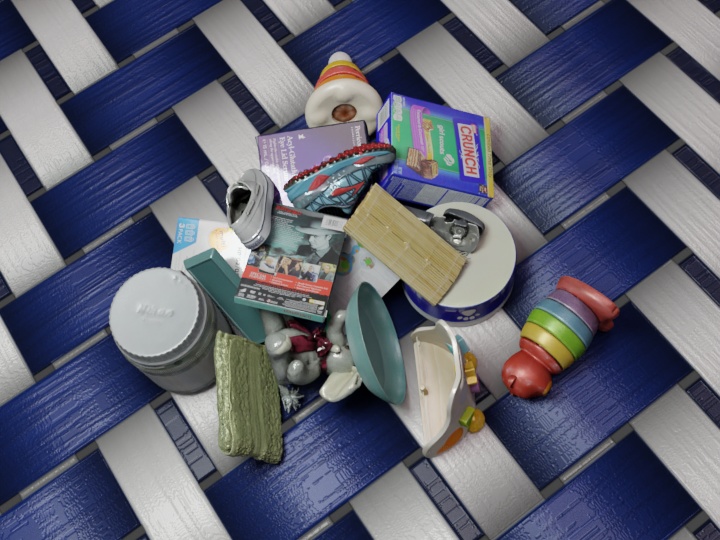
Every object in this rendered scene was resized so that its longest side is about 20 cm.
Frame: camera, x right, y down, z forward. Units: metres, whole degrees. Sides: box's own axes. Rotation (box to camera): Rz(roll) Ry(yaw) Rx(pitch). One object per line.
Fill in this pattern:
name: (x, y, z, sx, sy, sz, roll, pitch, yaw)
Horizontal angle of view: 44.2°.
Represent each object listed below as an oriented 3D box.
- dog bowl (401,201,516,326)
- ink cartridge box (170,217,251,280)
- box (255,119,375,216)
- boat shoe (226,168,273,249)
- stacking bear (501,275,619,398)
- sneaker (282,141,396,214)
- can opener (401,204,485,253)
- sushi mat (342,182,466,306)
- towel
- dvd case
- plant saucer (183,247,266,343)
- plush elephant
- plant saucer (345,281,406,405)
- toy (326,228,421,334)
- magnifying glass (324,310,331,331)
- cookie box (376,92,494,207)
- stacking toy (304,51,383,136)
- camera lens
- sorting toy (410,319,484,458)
dog bowl: (0.165, -0.012, 1.507, 0.197, 0.079, 0.202, -2, 64, 4)
ink cartridge box: (-0.211, -0.020, 1.489, 0.197, 0.068, 0.117, 6, 85, 7)
box: (-0.074, -0.171, 1.570, 0.197, 0.104, 0.150, -9, 84, 2)
boat shoe: (-0.184, -0.118, 1.440, 0.073, 0.065, 0.201, -36, 34, 14)
stacking bear: (0.305, 0.119, 1.420, 0.113, 0.122, 0.200, 38, 81, 18)
sneaker: (-0.024, -0.146, 1.485, 0.198, 0.079, 0.096, -23, 108, 9)
can opener: (0.108, -0.082, 1.485, 0.198, 0.054, 0.067, 17, 35, 14)
sushi mat: (0.073, -0.041, 1.430, 0.199, 0.012, 0.096, 39, 77, -6)
towel: (-0.178, 0.202, 1.408, 0.036, 0.148, 0.202, -20, 64, 25)
dvd case: (-0.104, -0.017, 1.407, 0.144, 0.022, 0.202, 12, 54, 2)
plant saucer: (-0.206, 0.048, 1.451, 0.069, 0.201, 0.019, -21, 32, 27)
plush elephant: (-0.067, 0.126, 1.412, 0.153, 0.202, 0.165, -14, 28, -5)
plant saucer: (0.020, 0.119, 1.401, 0.036, 0.200, 0.202, -18, 63, 15)
toy: (0.000, 0.000, 1.493, 0.115, 0.047, 0.200, 45, 113, 2)
magnifying glass: (-0.104, 0.035, 1.480, 0.079, 0.022, 0.202, -19, 103, -7)
cookie box: (0.131, -0.203, 1.562, 0.198, 0.075, 0.173, 11, 62, -20)
stacking toy: (-0.037, -0.350, 1.677, 0.144, 0.147, 0.202, -8, 49, 1)
camera lens: (-0.300, 0.100, 1.428, 0.158, 0.200, 0.162, -3, 67, 6)
sorting toy: (0.136, 0.165, 1.369, 0.105, 0.180, 0.202, -6, 64, 3)
